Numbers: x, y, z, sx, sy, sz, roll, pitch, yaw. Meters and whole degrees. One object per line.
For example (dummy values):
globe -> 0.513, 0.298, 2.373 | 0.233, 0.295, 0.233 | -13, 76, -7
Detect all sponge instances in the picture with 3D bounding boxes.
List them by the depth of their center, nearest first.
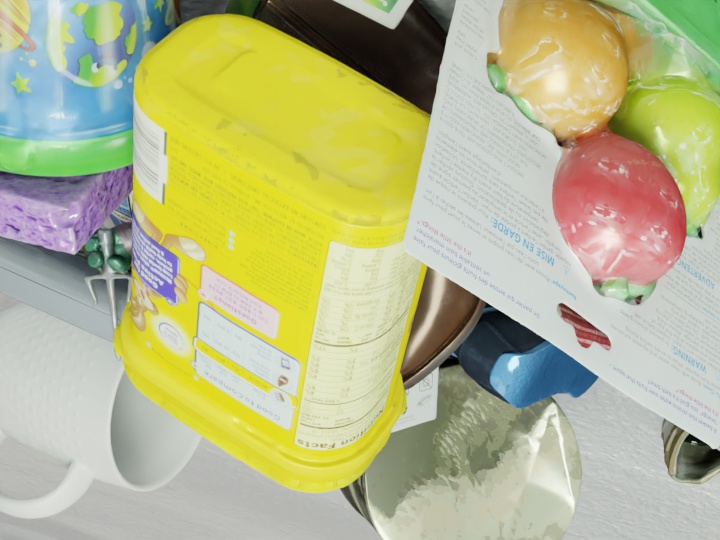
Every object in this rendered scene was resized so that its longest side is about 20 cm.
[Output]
sponge -> -0.152, -0.077, 0.713 | 0.111, 0.200, 0.030 | 10, 124, 14

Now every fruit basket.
fruit basket -> 0.098, -0.049, 0.591 | 0.185, 0.201, 0.094 | 31, 151, -30

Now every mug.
mug -> -0.245, 0.114, 1.163 | 0.175, 0.200, 0.148 | 12, 151, 28

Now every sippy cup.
sippy cup -> -0.142, -0.134, 0.640 | 0.139, 0.178, 0.131 | 25, 133, 21

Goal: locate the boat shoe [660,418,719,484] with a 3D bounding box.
boat shoe -> 0.266, 0.097, 0.950 | 0.075, 0.069, 0.200 | 18, 156, -3

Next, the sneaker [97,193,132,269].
sneaker -> -0.131, -0.049, 0.890 | 0.077, 0.076, 0.200 | 4, 154, 37

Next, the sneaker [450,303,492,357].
sneaker -> -0.007, 0.037, 0.952 | 0.199, 0.074, 0.081 | 4, 168, -19

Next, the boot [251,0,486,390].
boot -> -0.004, -0.051, 0.699 | 0.200, 0.187, 0.064 | 31, 179, -37

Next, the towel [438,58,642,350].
towel -> 0.113, -0.015, 0.671 | 0.023, 0.144, 0.200 | -30, 148, 30

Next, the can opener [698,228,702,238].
can opener -> 0.212, 0.005, 0.801 | 0.199, 0.067, 0.053 | -1, 144, 30

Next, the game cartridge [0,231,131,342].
game cartridge -> -0.176, 0.005, 0.965 | 0.133, 0.041, 0.200 | 27, -172, 0

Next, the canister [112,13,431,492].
canister -> -0.040, -0.003, 0.644 | 0.148, 0.087, 0.200 | 31, 143, 15

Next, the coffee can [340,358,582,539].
coffee can -> 0.061, 0.134, 0.993 | 0.146, 0.147, 0.200 | 20, 176, -7

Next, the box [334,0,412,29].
box -> -0.039, -0.191, 0.540 | 0.199, 0.036, 0.144 | 23, 140, -16

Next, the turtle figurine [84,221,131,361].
turtle figurine -> -0.091, -0.008, 0.831 | 0.149, 0.101, 0.200 | 21, 137, 21

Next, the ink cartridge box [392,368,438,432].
ink cartridge box -> 0.000, 0.000, 0.784 | 0.099, 0.201, 0.039 | -11, -155, -34

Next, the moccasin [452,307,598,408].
moccasin -> 0.116, 0.035, 0.872 | 0.068, 0.081, 0.200 | 32, -169, 24
